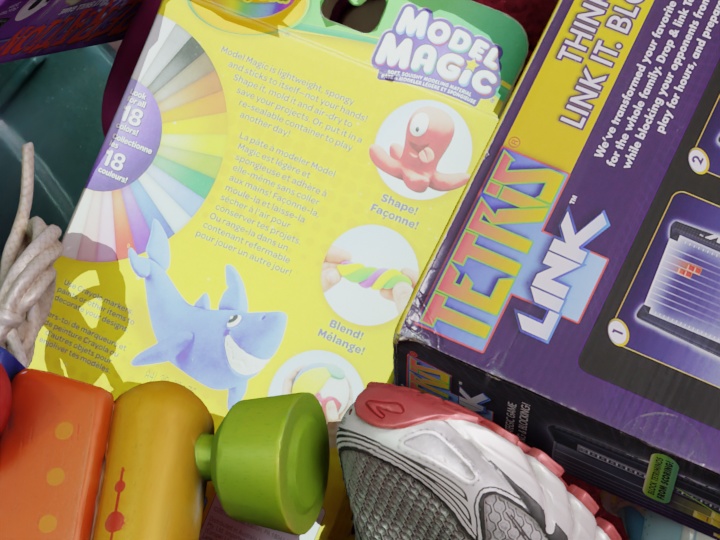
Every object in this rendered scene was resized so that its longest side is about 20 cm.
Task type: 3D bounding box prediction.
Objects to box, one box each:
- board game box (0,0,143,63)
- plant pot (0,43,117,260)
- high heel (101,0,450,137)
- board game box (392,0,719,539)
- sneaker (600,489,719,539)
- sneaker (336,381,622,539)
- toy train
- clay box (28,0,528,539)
[{"bbox_3d":[-0.069,-0.116,0.941,0.120,0.200,0.032,-35,88,19],"label":"board game box"},{"bbox_3d":[-0.184,0.005,0.989,0.196,0.200,0.201,-45,55,25],"label":"plant pot"},{"bbox_3d":[-0.025,-0.077,0.903,0.200,0.067,0.096,-42,16,34],"label":"high heel"},{"bbox_3d":[0.124,-0.024,0.787,0.165,0.057,0.200,24,71,12],"label":"board game box"},{"bbox_3d":[0.077,0.040,0.857,0.130,0.080,0.201,-3,64,32],"label":"sneaker"},{"bbox_3d":[0.031,0.120,0.786,0.082,0.200,0.078,-35,33,-31],"label":"sneaker"},{"bbox_3d":[-0.060,0.047,0.786,0.115,0.085,0.201,-2,62,20],"label":"toy train"},{"bbox_3d":[-0.030,0.005,0.854,0.115,0.048,0.201,23,89,19],"label":"clay box"}]
